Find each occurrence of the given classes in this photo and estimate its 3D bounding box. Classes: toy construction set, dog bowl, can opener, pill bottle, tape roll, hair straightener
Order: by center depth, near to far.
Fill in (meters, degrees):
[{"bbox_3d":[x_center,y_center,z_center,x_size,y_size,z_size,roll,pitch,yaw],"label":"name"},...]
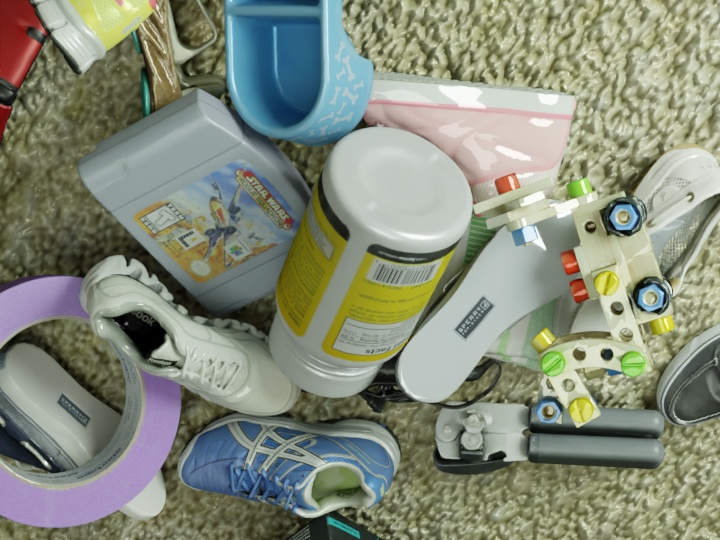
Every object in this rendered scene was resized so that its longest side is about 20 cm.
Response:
[{"bbox_3d":[-0.050,-0.189,1.044,0.110,0.049,0.203,7,104,32],"label":"dog bowl"},{"bbox_3d":[0.161,0.011,1.069,0.130,0.092,0.202,-19,105,15],"label":"toy construction set"},{"bbox_3d":[0.000,0.000,1.085,0.113,0.115,0.201,21,135,-5],"label":"pill bottle"},{"bbox_3d":[-0.250,0.105,1.179,0.197,0.066,0.203,0,91,-21],"label":"tape roll"},{"bbox_3d":[0.021,0.089,1.214,0.197,0.041,0.077,-1,150,8],"label":"hair straightener"},{"bbox_3d":[0.159,0.143,1.224,0.197,0.053,0.067,-1,151,12],"label":"can opener"}]

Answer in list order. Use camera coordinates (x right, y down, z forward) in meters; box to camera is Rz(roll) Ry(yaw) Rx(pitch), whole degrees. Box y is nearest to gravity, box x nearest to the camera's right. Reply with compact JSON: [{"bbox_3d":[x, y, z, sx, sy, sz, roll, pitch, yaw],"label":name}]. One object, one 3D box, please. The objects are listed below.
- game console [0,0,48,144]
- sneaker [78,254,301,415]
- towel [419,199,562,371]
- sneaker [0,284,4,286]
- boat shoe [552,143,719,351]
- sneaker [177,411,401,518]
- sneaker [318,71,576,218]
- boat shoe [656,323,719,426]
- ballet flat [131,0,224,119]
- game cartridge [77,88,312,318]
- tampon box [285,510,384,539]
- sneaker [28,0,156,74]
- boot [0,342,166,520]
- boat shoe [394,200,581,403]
[{"bbox_3d":[-0.345,-0.201,1.125,0.198,0.119,0.174,29,84,-9],"label":"game console"},{"bbox_3d":[-0.135,0.067,1.140,0.198,0.081,0.076,29,101,-18],"label":"sneaker"},{"bbox_3d":[0.078,0.004,1.177,0.197,0.023,0.154,8,115,2],"label":"towel"},{"bbox_3d":[-0.394,0.009,1.207,0.198,0.070,0.078,24,112,-13],"label":"sneaker"},{"bbox_3d":[0.220,-0.002,1.125,0.070,0.070,0.201,15,119,-28],"label":"boat shoe"},{"bbox_3d":[-0.066,0.170,1.242,0.197,0.077,0.077,-4,117,9],"label":"sneaker"},{"bbox_3d":[0.061,-0.094,1.096,0.197,0.075,0.106,6,104,-2],"label":"sneaker"},{"bbox_3d":[0.328,0.075,1.161,0.199,0.066,0.070,-32,108,20],"label":"boat shoe"},{"bbox_3d":[-0.144,-0.164,1.104,0.071,0.068,0.203,-10,111,-6],"label":"ballet flat"},{"bbox_3d":[-0.110,-0.049,1.124,0.132,0.042,0.200,-23,135,20],"label":"game cartridge"},{"bbox_3d":[-0.011,0.340,1.230,0.126,0.201,0.149,-39,125,22],"label":"tampon box"},{"bbox_3d":[-0.206,-0.237,1.031,0.090,0.078,0.202,-29,70,0],"label":"sneaker"},{"bbox_3d":[-0.264,0.153,1.267,0.090,0.073,0.200,-30,108,34],"label":"boot"},{"bbox_3d":[0.102,0.023,1.138,0.072,0.068,0.200,42,89,-7],"label":"boat shoe"}]
